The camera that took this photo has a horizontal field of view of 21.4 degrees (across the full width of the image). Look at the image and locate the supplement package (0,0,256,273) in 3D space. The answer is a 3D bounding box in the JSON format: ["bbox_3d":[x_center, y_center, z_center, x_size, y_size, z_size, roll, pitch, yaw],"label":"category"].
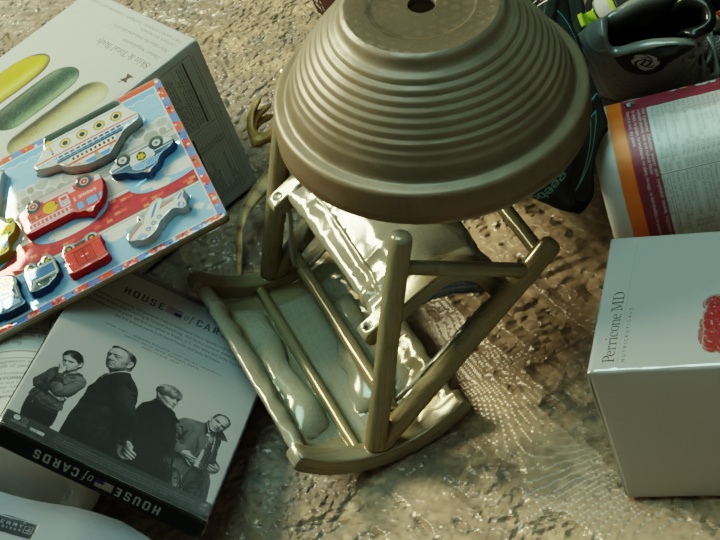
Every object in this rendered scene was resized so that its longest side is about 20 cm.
[{"bbox_3d":[-0.221,-0.091,1.510,0.200,0.151,0.152,-41,44,-21],"label":"supplement package"}]

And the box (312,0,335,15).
[{"bbox_3d":[0.044,-0.274,1.587,0.164,0.166,0.200,-27,39,-6],"label":"box"}]

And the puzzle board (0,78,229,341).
[{"bbox_3d":[-0.207,-0.044,1.341,0.200,0.017,0.151,-28,53,-2],"label":"puzzle board"}]

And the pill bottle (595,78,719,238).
[{"bbox_3d":[0.265,-0.081,1.310,0.200,0.110,0.110,-13,40,10],"label":"pill bottle"}]

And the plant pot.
[{"bbox_3d":[0.041,-0.128,1.177,0.201,0.093,0.201,-5,46,5],"label":"plant pot"}]

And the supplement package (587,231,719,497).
[{"bbox_3d":[0.252,0.055,1.153,0.200,0.120,0.121,-4,43,21],"label":"supplement package"}]

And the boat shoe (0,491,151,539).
[{"bbox_3d":[-0.209,0.194,1.249,0.200,0.065,0.074,20,44,14],"label":"boat shoe"}]

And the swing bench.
[{"bbox_3d":[0.000,0.000,1.282,0.130,0.200,0.199,2,38,-34],"label":"swing bench"}]

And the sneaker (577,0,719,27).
[{"bbox_3d":[0.246,-0.224,1.440,0.200,0.072,0.083,-18,-4,-30],"label":"sneaker"}]

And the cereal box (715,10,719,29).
[{"bbox_3d":[0.352,-0.237,1.504,0.200,0.040,0.144,-21,39,1],"label":"cereal box"}]

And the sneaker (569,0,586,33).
[{"bbox_3d":[0.111,-0.153,1.382,0.074,0.085,0.200,20,58,19],"label":"sneaker"}]

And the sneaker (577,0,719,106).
[{"bbox_3d":[0.243,-0.152,1.350,0.200,0.115,0.075,-1,70,-20],"label":"sneaker"}]

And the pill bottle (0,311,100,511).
[{"bbox_3d":[-0.236,0.082,1.349,0.114,0.114,0.200,-15,40,9],"label":"pill bottle"}]

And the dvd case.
[{"bbox_3d":[-0.146,0.079,1.292,0.150,0.025,0.200,26,35,-4],"label":"dvd case"}]

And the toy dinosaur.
[{"bbox_3d":[-0.052,-0.091,1.506,0.200,0.060,0.106,-35,43,-16],"label":"toy dinosaur"}]

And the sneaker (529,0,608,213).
[{"bbox_3d":[0.123,-0.120,1.289,0.075,0.079,0.200,-33,36,38],"label":"sneaker"}]
